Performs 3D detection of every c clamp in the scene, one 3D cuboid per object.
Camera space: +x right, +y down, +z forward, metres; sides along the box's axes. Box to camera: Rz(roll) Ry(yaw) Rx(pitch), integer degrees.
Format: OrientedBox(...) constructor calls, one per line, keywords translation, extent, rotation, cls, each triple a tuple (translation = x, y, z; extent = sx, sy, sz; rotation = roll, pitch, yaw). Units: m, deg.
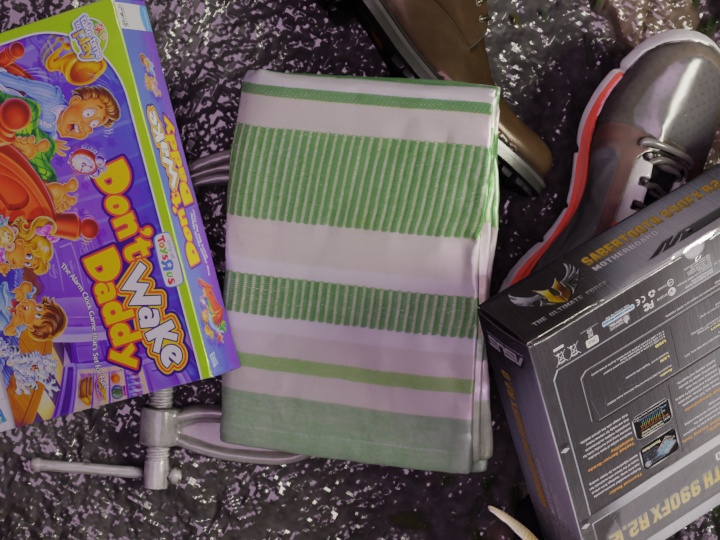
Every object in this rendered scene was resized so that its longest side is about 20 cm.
OrientedBox(translation=(-0.082, 0.026, 1.035), extent=(0.169, 0.027, 0.202), rotation=(10, 93, 1), cls="c clamp")

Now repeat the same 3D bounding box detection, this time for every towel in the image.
OrientedBox(translation=(0.000, 0.000, 0.986), extent=(0.151, 0.023, 0.202), rotation=(6, 102, 20), cls="towel")

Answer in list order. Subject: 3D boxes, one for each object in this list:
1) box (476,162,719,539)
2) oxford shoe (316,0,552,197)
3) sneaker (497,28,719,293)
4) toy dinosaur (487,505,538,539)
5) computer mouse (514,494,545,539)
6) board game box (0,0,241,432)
OrientedBox(translation=(0.167, 0.041, 0.958), extent=(0.199, 0.048, 0.159), rotation=(-30, 125, -16), cls="box")
OrientedBox(translation=(0.045, -0.128, 1.005), extent=(0.084, 0.073, 0.200), rotation=(-39, 95, -7), cls="oxford shoe")
OrientedBox(translation=(0.145, -0.026, 0.992), extent=(0.077, 0.082, 0.201), rotation=(21, 99, -24), cls="sneaker")
OrientedBox(translation=(0.119, 0.215, 0.953), extent=(0.058, 0.101, 0.202), rotation=(-13, 79, 42), cls="toy dinosaur")
OrientedBox(translation=(0.111, 0.214, 1.006), extent=(0.034, 0.059, 0.202), rotation=(-10, 76, 14), cls="computer mouse")
OrientedBox(translation=(-0.155, -0.028, 1.005), extent=(0.134, 0.045, 0.201), rotation=(-15, 90, 17), cls="board game box")
